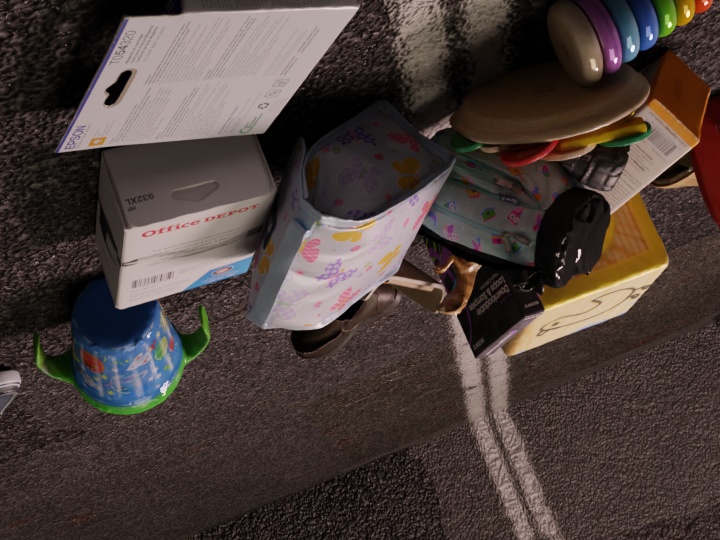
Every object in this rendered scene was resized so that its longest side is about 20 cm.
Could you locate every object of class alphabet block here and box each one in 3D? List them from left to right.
[{"bbox_3d":[0.249,-0.032,1.631,0.194,0.198,0.200,-21,164,-9],"label":"alphabet block"}]

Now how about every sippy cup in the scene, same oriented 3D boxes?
[{"bbox_3d":[-0.269,0.075,1.439,0.178,0.139,0.131,-42,161,-23],"label":"sippy cup"}]

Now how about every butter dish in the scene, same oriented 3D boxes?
[{"bbox_3d":[0.517,-0.138,1.691,0.198,0.202,0.148,-18,179,-12],"label":"butter dish"}]

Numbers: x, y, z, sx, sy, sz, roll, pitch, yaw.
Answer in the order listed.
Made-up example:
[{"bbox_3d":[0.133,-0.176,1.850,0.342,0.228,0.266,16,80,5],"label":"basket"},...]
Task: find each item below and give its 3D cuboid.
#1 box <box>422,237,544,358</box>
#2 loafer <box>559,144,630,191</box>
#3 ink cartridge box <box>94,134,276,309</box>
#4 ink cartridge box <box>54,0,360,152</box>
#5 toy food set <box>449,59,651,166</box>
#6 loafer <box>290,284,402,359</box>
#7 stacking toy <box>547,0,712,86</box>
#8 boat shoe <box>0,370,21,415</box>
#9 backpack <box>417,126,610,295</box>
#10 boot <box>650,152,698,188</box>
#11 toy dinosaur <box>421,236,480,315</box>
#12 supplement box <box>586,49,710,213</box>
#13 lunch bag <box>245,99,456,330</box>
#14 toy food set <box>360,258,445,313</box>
[{"bbox_3d":[0.140,-0.009,1.548,0.036,0.201,0.143,-17,163,-27],"label":"box"},{"bbox_3d":[0.241,-0.158,1.324,0.070,0.201,0.068,21,129,-4],"label":"loafer"},{"bbox_3d":[-0.173,-0.052,1.220,0.144,0.084,0.200,-16,163,-19],"label":"ink cartridge box"},{"bbox_3d":[-0.128,-0.164,1.002,0.198,0.044,0.196,-8,160,-33],"label":"ink cartridge box"},{"bbox_3d":[0.183,-0.155,1.242,0.198,0.049,0.198,-12,-156,5],"label":"toy food set"},{"bbox_3d":[-0.034,0.056,1.790,0.200,0.073,0.071,-37,149,28],"label":"loafer"},{"bbox_3d":[0.280,-0.249,1.199,0.199,0.086,0.085,-25,164,-5],"label":"stacking toy"},{"bbox_3d":[-0.483,0.201,1.607,0.200,0.092,0.071,-34,160,34],"label":"boat shoe"},{"bbox_3d":[0.147,-0.066,1.317,0.167,0.199,0.128,-9,119,-63],"label":"backpack"},{"bbox_3d":[0.527,-0.160,1.820,0.175,0.067,0.199,-34,159,34],"label":"boot"},{"bbox_3d":[0.134,-0.047,1.472,0.060,0.106,0.201,-5,122,-60],"label":"toy dinosaur"},{"bbox_3d":[0.294,-0.138,1.439,0.200,0.073,0.126,-43,-169,39],"label":"supplement box"},{"bbox_3d":[-0.025,-0.048,1.229,0.200,0.127,0.170,-40,163,-44],"label":"lunch bag"},{"bbox_3d":[0.000,0.000,1.486,0.061,0.143,0.200,-60,154,10],"label":"toy food set"}]
